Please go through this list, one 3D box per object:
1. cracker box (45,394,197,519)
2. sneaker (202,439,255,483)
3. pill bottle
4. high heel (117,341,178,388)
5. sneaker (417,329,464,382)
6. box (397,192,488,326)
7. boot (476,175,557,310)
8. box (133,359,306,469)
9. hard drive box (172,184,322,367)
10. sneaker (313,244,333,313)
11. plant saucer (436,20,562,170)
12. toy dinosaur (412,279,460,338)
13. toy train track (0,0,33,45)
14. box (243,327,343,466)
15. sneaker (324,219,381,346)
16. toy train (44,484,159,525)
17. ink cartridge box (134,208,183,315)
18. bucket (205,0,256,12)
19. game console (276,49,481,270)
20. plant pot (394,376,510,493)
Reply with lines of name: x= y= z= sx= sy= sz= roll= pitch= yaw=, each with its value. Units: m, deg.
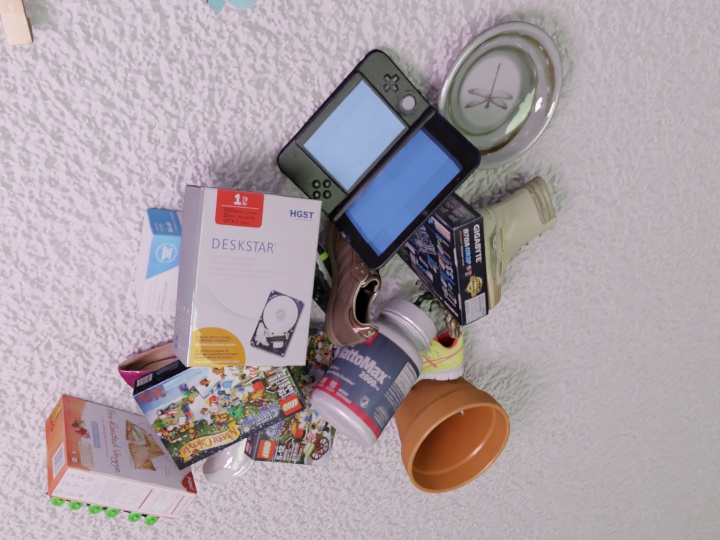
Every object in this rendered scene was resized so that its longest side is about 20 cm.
cracker box: x=-0.335 y=0.263 z=0.984 sx=0.198 sy=0.135 sz=0.058 roll=29 pitch=107 yaw=-39
sneaker: x=-0.185 y=0.241 z=1.095 sx=0.200 sy=0.078 sz=0.100 roll=-46 pitch=124 yaw=-4
pill bottle: x=0.024 y=0.145 z=1.045 sx=0.201 sy=0.118 sz=0.120 roll=-53 pitch=135 yaw=-20
high heel: x=-0.236 y=0.108 z=0.974 sx=0.197 sy=0.068 sz=0.096 roll=-29 pitch=142 yaw=11
sneaker: x=0.091 y=0.135 z=1.162 sx=0.195 sy=0.078 sz=0.093 roll=-6 pitch=117 yaw=-31
box: x=0.100 y=-0.046 z=0.951 sx=0.045 sy=0.201 sz=0.162 roll=-22 pitch=129 yaw=-14
boot: x=0.239 y=-0.040 z=1.115 sx=0.152 sy=0.072 sz=0.203 roll=-30 pitch=136 yaw=-13
box: x=-0.189 y=0.170 z=0.958 sx=0.196 sy=0.038 sz=0.139 roll=-25 pitch=117 yaw=-3
hard drive box: x=-0.138 y=0.007 z=0.846 sx=0.152 sy=0.076 sz=0.206 roll=2 pitch=97 yaw=-29
sneaker: x=-0.043 y=0.000 z=1.012 sx=0.084 sy=0.070 sz=0.202 roll=-56 pitch=136 yaw=-25
plant saucer: x=0.182 y=-0.241 z=0.958 sx=0.195 sy=0.050 sz=0.204 roll=-14 pitch=128 yaw=-19
toy dinosaur: x=0.122 y=0.025 z=1.111 sx=0.087 sy=0.047 sz=0.205 roll=-24 pitch=124 yaw=-29
toy train track: x=-0.341 y=-0.319 z=0.652 sx=0.111 sy=0.033 sz=0.205 roll=-9 pitch=120 yaw=-13
box: x=-0.090 y=0.189 z=1.066 sx=0.134 sy=0.037 sz=0.206 roll=14 pitch=88 yaw=-35
sneaker: x=0.000 y=0.000 z=0.944 sx=0.074 sy=0.206 sz=0.070 roll=-11 pitch=159 yaw=35
toy train: x=-0.385 y=0.346 z=1.079 sx=0.198 sy=0.042 sz=0.057 roll=32 pitch=95 yaw=-39
ink cartridge box: x=-0.187 y=-0.006 z=0.919 sx=0.195 sy=0.067 sz=0.118 roll=3 pitch=120 yaw=-28
bucket: x=-0.090 y=-0.357 z=0.645 sx=0.204 sy=0.208 sz=0.136 roll=-32 pitch=129 yaw=-3
game console: x=0.018 y=-0.139 z=0.874 sx=0.200 sy=0.119 sz=0.170 roll=-45 pitch=113 yaw=8
plant pot: x=0.144 y=0.263 z=1.226 sx=0.195 sy=0.141 sz=0.204 roll=-13 pitch=128 yaw=-18
